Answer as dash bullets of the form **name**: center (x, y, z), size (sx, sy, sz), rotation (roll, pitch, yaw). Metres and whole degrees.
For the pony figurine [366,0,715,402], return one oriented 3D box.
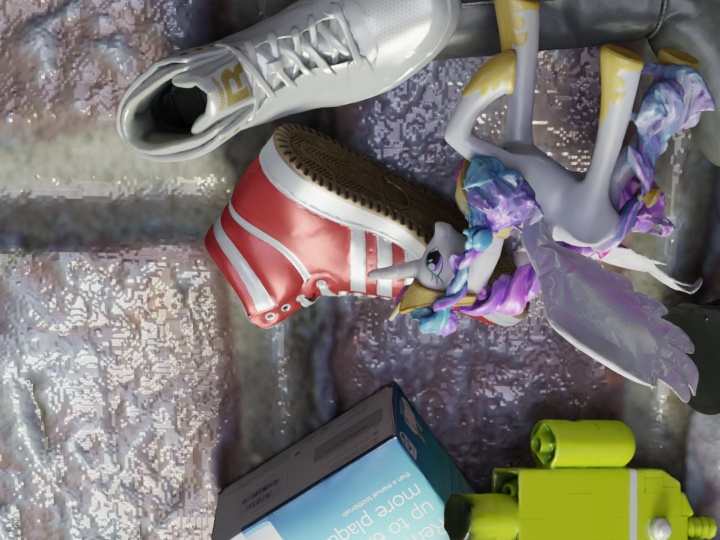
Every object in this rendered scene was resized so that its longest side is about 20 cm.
- **pony figurine**: center (0.119, -0.034, 1.111), size (0.192, 0.167, 0.201), rotation (20, 111, 0)

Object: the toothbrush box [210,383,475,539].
- **toothbrush box**: center (0.018, 0.199, 1.272), size (0.146, 0.085, 0.201), rotation (-31, 108, 12)

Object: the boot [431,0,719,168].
- **boot**: center (0.128, -0.137, 1.148), size (0.198, 0.073, 0.184), rotation (-7, 97, -3)

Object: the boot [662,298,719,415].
- **boot**: center (0.290, 0.024, 1.189), size (0.173, 0.200, 0.070), rotation (-17, 88, -24)

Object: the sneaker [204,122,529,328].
- **sneaker**: center (0.000, 0.000, 1.205), size (0.199, 0.072, 0.113), rotation (31, 121, -21)

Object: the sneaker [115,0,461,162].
- **sneaker**: center (-0.043, -0.111, 1.110), size (0.199, 0.116, 0.074), rotation (-21, 100, 27)

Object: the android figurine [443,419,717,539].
- **android figurine**: center (0.142, 0.185, 1.236), size (0.198, 0.041, 0.184), rotation (5, 84, -29)
